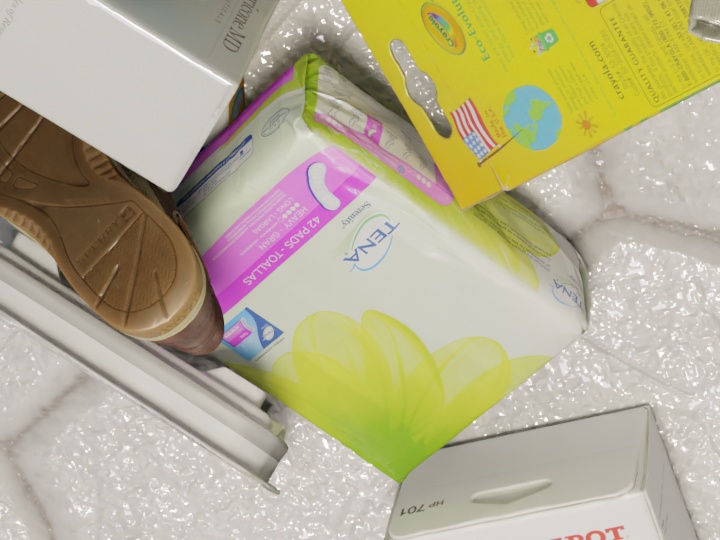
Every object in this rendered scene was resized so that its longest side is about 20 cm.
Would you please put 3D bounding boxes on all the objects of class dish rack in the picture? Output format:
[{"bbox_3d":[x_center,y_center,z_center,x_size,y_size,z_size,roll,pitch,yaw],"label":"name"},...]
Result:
[{"bbox_3d":[-0.117,0.044,1.224,0.199,0.172,0.044,33,84,4],"label":"dish rack"}]

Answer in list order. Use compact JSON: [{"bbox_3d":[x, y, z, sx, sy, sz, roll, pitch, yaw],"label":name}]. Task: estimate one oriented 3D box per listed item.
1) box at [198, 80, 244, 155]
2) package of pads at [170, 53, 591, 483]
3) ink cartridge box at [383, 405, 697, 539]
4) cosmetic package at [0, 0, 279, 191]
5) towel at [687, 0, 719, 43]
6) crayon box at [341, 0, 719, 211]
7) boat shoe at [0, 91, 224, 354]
[{"bbox_3d":[-0.117,-0.140,1.179,0.118,0.042,0.201,7,124,8],"label":"box"},{"bbox_3d":[0.000,0.000,1.203,0.199,0.068,0.154,35,123,-25],"label":"package of pads"},{"bbox_3d":[0.115,0.187,1.297,0.145,0.086,0.201,-12,116,18],"label":"ink cartridge box"},{"bbox_3d":[-0.145,-0.133,1.106,0.199,0.102,0.071,31,122,-8],"label":"cosmetic package"},{"bbox_3d":[0.235,-0.142,0.991,0.191,0.201,0.035,19,151,0],"label":"towel"},{"bbox_3d":[0.093,-0.122,1.093,0.199,0.051,0.128,-26,95,43],"label":"crayon box"},{"bbox_3d":[-0.127,-0.035,1.145,0.072,0.200,0.072,-45,149,3],"label":"boat shoe"}]
